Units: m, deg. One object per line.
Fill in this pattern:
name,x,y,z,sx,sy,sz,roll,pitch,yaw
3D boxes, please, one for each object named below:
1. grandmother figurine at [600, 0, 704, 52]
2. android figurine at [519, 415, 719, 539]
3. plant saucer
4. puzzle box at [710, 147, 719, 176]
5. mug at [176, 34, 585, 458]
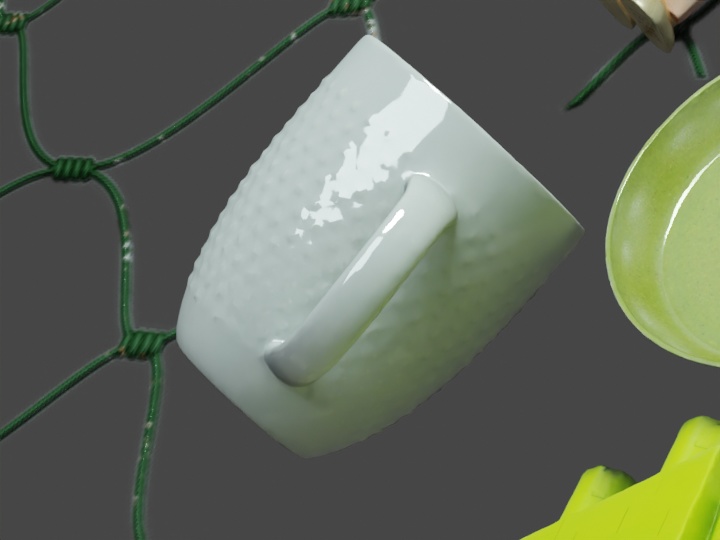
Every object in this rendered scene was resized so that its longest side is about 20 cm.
grandmother figurine,0.217,-0.205,1.264,0.200,0.061,0.121,-44,48,-3
android figurine,0.098,0.143,0.976,0.182,0.041,0.200,-32,16,37
plant saucer,0.209,-0.028,1.079,0.199,0.031,0.200,-20,43,20
puzzle box,0.248,-0.028,1.093,0.133,0.025,0.200,-29,40,10
mug,0.000,0.000,1.134,0.175,0.148,0.200,-48,4,2
